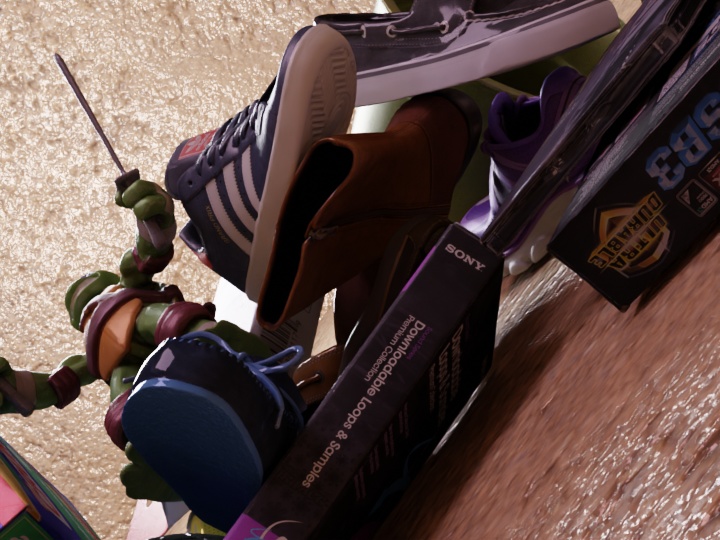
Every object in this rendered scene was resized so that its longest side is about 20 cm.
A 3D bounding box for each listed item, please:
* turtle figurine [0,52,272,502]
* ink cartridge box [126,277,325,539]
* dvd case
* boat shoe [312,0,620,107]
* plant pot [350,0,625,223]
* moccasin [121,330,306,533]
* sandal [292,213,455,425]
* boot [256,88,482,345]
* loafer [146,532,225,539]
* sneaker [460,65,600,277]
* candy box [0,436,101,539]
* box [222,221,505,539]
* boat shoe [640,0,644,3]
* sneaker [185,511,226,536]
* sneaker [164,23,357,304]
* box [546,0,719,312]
[{"bbox_3d":[-0.147,0.025,0.869,0.143,0.201,0.194,-32,36,-18],"label":"turtle figurine"},{"bbox_3d":[-0.098,0.075,1.008,0.200,0.057,0.163,-38,24,33],"label":"ink cartridge box"},{"bbox_3d":[0.131,-0.108,0.759,0.149,0.016,0.200,-53,-1,44],"label":"dvd case"},{"bbox_3d":[0.049,-0.136,0.897,0.199,0.067,0.070,-7,12,46],"label":"boat shoe"},{"bbox_3d":[0.068,-0.092,1.109,0.191,0.199,0.200,-65,-5,34],"label":"plant pot"},{"bbox_3d":[-0.063,0.067,0.758,0.200,0.080,0.069,89,-157,-67],"label":"moccasin"},{"bbox_3d":[-0.007,0.055,0.862,0.082,0.054,0.202,-23,-42,-57],"label":"sandal"},{"bbox_3d":[0.000,0.000,0.896,0.189,0.068,0.200,-64,-11,24],"label":"boot"},{"bbox_3d":[-0.097,0.162,0.758,0.200,0.071,0.064,11,-94,-70],"label":"loafer"},{"bbox_3d":[0.102,-0.065,0.962,0.081,0.083,0.200,-53,1,-28],"label":"sneaker"},{"bbox_3d":[-0.188,0.143,0.848,0.077,0.169,0.200,-43,-41,-8],"label":"candy box"},{"bbox_3d":[0.001,0.089,0.779,0.201,0.036,0.143,-55,-15,-19],"label":"box"},{"bbox_3d":[0.200,-0.185,1.011,0.201,0.068,0.075,-53,3,-14],"label":"boat shoe"},{"bbox_3d":[-0.041,0.112,0.996,0.200,0.078,0.091,-55,-8,-47],"label":"sneaker"},{"bbox_3d":[-0.060,-0.060,0.864,0.075,0.084,0.201,-52,-13,-39],"label":"sneaker"},{"bbox_3d":[0.170,-0.104,0.674,0.200,0.050,0.199,-51,2,34],"label":"box"}]
